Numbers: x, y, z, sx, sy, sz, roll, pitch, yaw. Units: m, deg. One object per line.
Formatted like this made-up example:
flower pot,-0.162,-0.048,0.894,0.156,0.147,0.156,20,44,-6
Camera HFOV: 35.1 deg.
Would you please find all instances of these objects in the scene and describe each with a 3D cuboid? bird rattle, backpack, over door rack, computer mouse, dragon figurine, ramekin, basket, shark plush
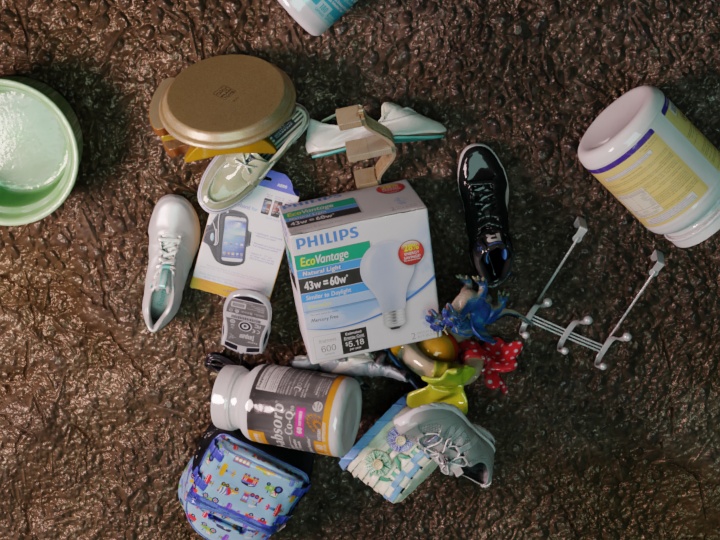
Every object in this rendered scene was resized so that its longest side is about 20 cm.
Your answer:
bird rattle,0.136,0.125,1.663,0.163,0.200,0.113,37,133,22
backpack,-0.187,0.337,1.728,0.182,0.135,0.200,30,108,-11
over door rack,0.343,0.040,1.684,0.147,0.067,0.201,23,106,-11
computer mouse,-0.166,0.091,1.668,0.109,0.044,0.200,14,131,-2
dragon figurine,0.166,0.070,1.612,0.200,0.059,0.100,33,71,-45
ramekin,-0.477,-0.171,1.560,0.199,0.098,0.201,-1,109,-2
basket,0.035,0.231,1.707,0.200,0.139,0.177,44,104,20
shark plush,-0.007,0.139,1.668,0.199,0.091,0.084,-5,118,28

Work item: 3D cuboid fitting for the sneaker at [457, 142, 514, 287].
sneaker,0.186,-0.075,1.614,0.073,0.112,0.201,-10,109,0

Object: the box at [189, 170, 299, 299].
box,-0.164,-0.056,1.644,0.119,0.041,0.201,16,105,-8

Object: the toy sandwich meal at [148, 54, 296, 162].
toy sandwich meal,-0.184,-0.213,1.534,0.204,0.206,0.070,-6,139,-1

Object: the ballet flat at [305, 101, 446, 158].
ballet flat,0.019,-0.203,1.593,0.199,0.069,0.070,-9,109,2

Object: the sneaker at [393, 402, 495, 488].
sneaker,0.127,0.244,1.581,0.075,0.082,0.200,-34,136,31

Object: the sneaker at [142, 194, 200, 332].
sneaker,-0.275,-0.006,1.629,0.075,0.089,0.201,9,108,-4

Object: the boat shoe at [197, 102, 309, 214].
boat shoe,-0.151,-0.159,1.568,0.072,0.062,0.200,43,89,-5

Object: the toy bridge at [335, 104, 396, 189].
toy bridge,0.013,-0.168,1.545,0.067,0.200,0.027,-11,67,3

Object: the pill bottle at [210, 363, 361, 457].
pill bottle,-0.106,0.196,1.635,0.199,0.116,0.117,7,110,16

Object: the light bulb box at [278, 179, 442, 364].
light bulb box,0.000,0.000,1.606,0.197,0.125,0.201,-12,114,-7

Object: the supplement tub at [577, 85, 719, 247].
supplement tub,0.418,-0.143,1.584,0.200,0.145,0.145,42,102,-15

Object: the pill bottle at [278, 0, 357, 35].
pill bottle,-0.023,-0.412,1.491,0.200,0.111,0.111,-42,106,12
